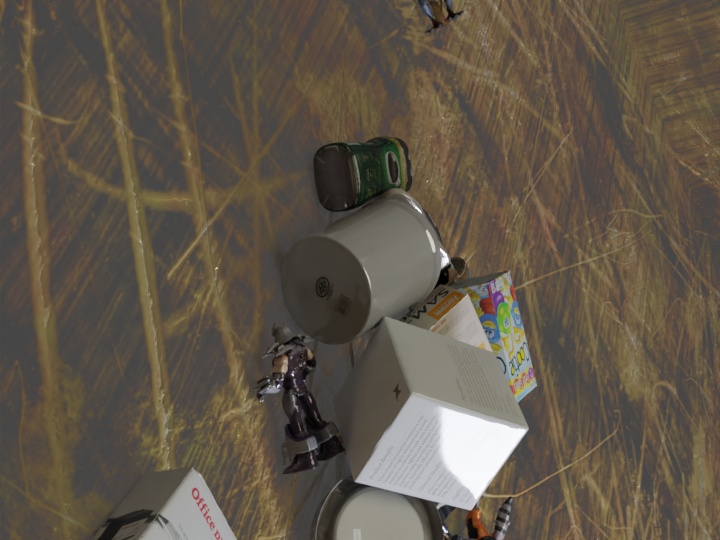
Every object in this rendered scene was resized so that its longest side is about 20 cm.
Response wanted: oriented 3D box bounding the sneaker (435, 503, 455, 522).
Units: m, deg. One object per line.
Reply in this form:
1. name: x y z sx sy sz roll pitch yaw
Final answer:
1. sneaker: 0.103 0.393 1.696 0.199 0.071 0.085 -8 111 -59

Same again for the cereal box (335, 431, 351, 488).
1. cereal box: 0.033 0.340 1.539 0.141 0.039 0.204 7 72 -26

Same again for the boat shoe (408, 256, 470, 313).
1. boat shoe: 0.142 0.021 1.837 0.200 0.071 0.074 -52 139 -52

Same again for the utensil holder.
1. utensil holder: 0.000 0.000 1.527 0.199 0.168 0.173 -26 103 -54

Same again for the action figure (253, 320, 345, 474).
1. action figure: -0.090 0.167 1.427 0.129 0.069 0.204 -16 91 -52

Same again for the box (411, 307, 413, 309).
1. box: 0.098 0.037 1.729 0.041 0.038 0.202 29 32 -51

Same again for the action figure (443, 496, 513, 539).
1. action figure: 0.205 0.466 1.794 0.201 0.103 0.195 58 27 -35

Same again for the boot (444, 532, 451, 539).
1. boot: 0.081 0.513 1.570 0.200 0.063 0.190 -43 137 -52

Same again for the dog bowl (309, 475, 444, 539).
1. dog bowl: 0.018 0.377 1.464 0.196 0.059 0.204 8 70 -23

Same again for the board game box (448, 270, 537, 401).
1. board game box: 0.212 0.116 1.760 0.104 0.101 0.204 -22 99 -59

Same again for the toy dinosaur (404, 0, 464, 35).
1. toy dinosaur: 0.114 -0.552 2.021 0.184 0.104 0.200 61 -4 -7

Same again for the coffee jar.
1. coffee jar: 0.008 -0.156 1.668 0.199 0.084 0.107 -18 101 -58

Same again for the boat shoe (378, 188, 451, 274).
1. boat shoe: 0.077 -0.079 1.704 0.201 0.074 0.093 55 10 -41

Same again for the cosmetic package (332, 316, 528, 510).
1. cosmetic package: 0.094 0.200 1.467 0.197 0.169 0.167 19 28 -25

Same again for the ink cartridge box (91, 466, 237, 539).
1. ink cartridge box: -0.224 0.334 1.126 0.147 0.082 0.200 66 33 -21

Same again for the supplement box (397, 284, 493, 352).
1. supplement box: 0.137 0.142 1.623 0.125 0.073 0.202 -38 120 -21
